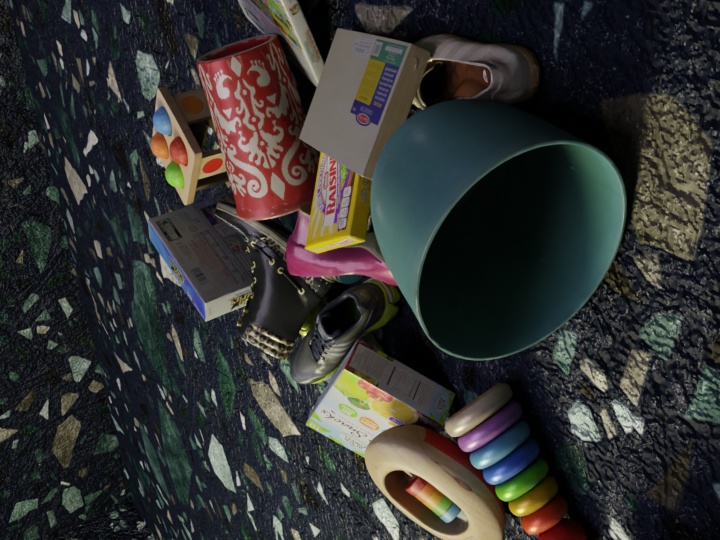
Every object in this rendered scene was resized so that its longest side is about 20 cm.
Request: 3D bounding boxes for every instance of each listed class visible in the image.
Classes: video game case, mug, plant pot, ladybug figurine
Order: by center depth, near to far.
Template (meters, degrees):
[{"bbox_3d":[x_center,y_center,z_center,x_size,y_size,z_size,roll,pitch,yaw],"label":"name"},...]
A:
[{"bbox_3d":[0.098,-0.054,0.705,0.161,0.197,0.203,-127,31,-47],"label":"plant pot"},{"bbox_3d":[0.097,0.255,0.982,0.199,0.072,0.136,41,139,-2],"label":"ladybug figurine"},{"bbox_3d":[-0.118,-0.334,0.990,0.200,0.023,0.183,50,173,33],"label":"video game case"},{"bbox_3d":[-0.137,-0.189,1.057,0.177,0.132,0.203,29,141,57],"label":"mug"},{"bbox_3d":[-0.200,-0.031,1.248,0.200,0.179,0.046,49,147,33],"label":"video game case"}]

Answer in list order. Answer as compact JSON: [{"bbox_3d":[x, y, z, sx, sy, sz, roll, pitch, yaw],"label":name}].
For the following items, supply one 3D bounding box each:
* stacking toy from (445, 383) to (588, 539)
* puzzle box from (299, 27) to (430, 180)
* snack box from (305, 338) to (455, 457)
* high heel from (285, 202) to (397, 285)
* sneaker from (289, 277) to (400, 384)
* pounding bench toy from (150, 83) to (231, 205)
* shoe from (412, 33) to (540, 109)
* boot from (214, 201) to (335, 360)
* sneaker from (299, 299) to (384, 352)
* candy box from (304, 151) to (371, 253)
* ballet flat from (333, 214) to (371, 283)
[{"bbox_3d":[0.177,0.225,0.873,0.202,0.085,0.085,56,150,10],"label":"stacking toy"},{"bbox_3d":[-0.003,-0.179,0.861,0.200,0.025,0.135,42,113,60],"label":"puzzle box"},{"bbox_3d":[0.021,0.182,1.066,0.141,0.053,0.201,30,146,-1],"label":"snack box"},{"bbox_3d":[0.000,0.000,0.973,0.197,0.067,0.097,23,124,10],"label":"high heel"},{"bbox_3d":[-0.037,0.079,1.059,0.200,0.080,0.074,-49,65,28],"label":"sneaker"},{"bbox_3d":[-0.234,-0.176,1.237,0.125,0.154,0.201,58,150,18],"label":"pounding bench toy"},{"bbox_3d":[0.083,-0.187,0.779,0.199,0.053,0.071,18,124,56],"label":"shoe"},{"bbox_3d":[-0.142,0.011,1.123,0.202,0.073,0.155,31,98,12],"label":"boot"},{"bbox_3d":[-0.027,0.103,1.170,0.200,0.076,0.105,45,174,22],"label":"sneaker"},{"bbox_3d":[-0.015,-0.125,0.914,0.102,0.026,0.204,-14,65,59],"label":"candy box"},{"bbox_3d":[-0.016,-0.076,1.019,0.072,0.071,0.203,47,143,35],"label":"ballet flat"}]
